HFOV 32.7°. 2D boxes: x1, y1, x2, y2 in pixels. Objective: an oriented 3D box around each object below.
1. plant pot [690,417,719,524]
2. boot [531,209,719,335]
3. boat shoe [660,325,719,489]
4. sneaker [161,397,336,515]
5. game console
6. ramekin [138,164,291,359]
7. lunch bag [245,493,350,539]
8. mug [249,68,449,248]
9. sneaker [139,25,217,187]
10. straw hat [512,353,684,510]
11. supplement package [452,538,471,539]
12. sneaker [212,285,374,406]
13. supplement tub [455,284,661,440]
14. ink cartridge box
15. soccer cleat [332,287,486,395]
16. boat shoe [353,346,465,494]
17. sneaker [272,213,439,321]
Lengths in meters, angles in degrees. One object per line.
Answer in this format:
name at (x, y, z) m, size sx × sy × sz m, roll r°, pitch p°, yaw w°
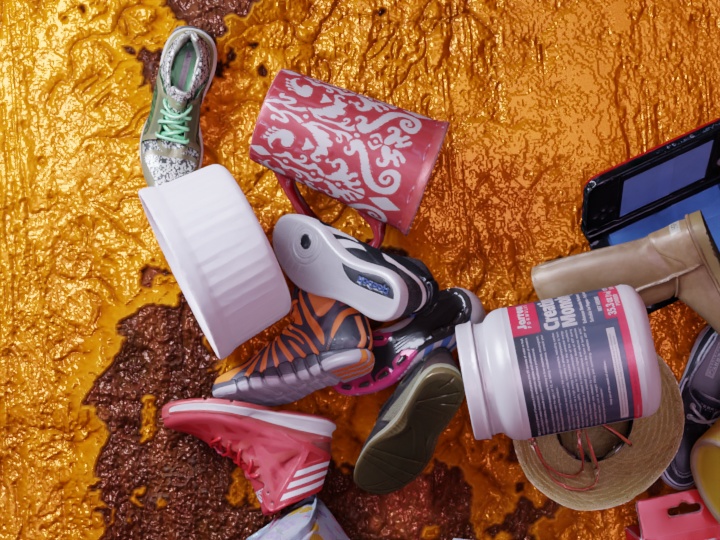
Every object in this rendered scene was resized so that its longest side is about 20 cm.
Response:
plant pot at (0.469, 0.196, 1.329) m, size 0.187 × 0.201 × 0.203 m, roll -25°, pitch 91°, yaw -18°
boot at (0.316, 0.034, 1.379) m, size 0.198 × 0.066 × 0.177 m, roll -22°, pitch 109°, yaw 22°
boat shoe at (0.395, 0.155, 1.408) m, size 0.071 × 0.068 × 0.202 m, roll 23°, pitch 87°, yaw 6°
sneaker at (-0.129, 0.210, 1.370) m, size 0.197 × 0.078 × 0.117 m, roll 7°, pitch 77°, yaw -4°
game console at (0.362, -0.059, 1.391) m, size 0.198 × 0.173 × 0.120 m, roll -25°, pitch 64°, yaw -3°
ramekin at (-0.154, -0.015, 1.326) m, size 0.097 × 0.200 × 0.203 m, roll -27°, pitch 91°, yaw -11°
lunch bag at (-0.052, 0.351, 1.323) m, size 0.126 × 0.200 × 0.171 m, roll -34°, pitch 92°, yaw -3°
mug at (-0.022, -0.118, 1.365) m, size 0.198 × 0.133 × 0.180 m, roll 22°, pitch 87°, yaw 1°
sneaker at (-0.209, -0.180, 1.373) m, size 0.076 × 0.089 × 0.203 m, roll 8°, pitch 90°, yaw -3°
straw hat at (0.264, 0.172, 1.393) m, size 0.198 × 0.085 × 0.204 m, roll -2°, pitch 77°, yaw 8°
supplement package at (0.199, 0.380, 1.377) m, size 0.197 × 0.117 × 0.119 m, roll 7°, pitch 89°, yaw -2°
sneaker at (-0.079, 0.083, 1.393) m, size 0.197 × 0.078 × 0.114 m, roll -17°, pitch 65°, yaw 14°
supplement tub at (0.208, 0.100, 1.300) m, size 0.197 × 0.140 × 0.143 m, roll -11°, pitch 90°, yaw 6°
ink cartridge box at (0.376, 0.349, 1.410) m, size 0.114 × 0.067 × 0.203 m, roll -9°, pitch 90°, yaw -3°
soccer cleat at (0.058, 0.090, 1.398) m, size 0.199 × 0.086 × 0.071 m, roll -31°, pitch 64°, yaw 19°
boat shoe at (0.056, 0.169, 1.376) m, size 0.071 × 0.066 × 0.202 m, roll 24°, pitch 123°, yaw -11°
sneaker at (0.000, 0.000, 1.356) m, size 0.199 × 0.111 × 0.074 m, roll 32°, pitch 109°, yaw 34°
